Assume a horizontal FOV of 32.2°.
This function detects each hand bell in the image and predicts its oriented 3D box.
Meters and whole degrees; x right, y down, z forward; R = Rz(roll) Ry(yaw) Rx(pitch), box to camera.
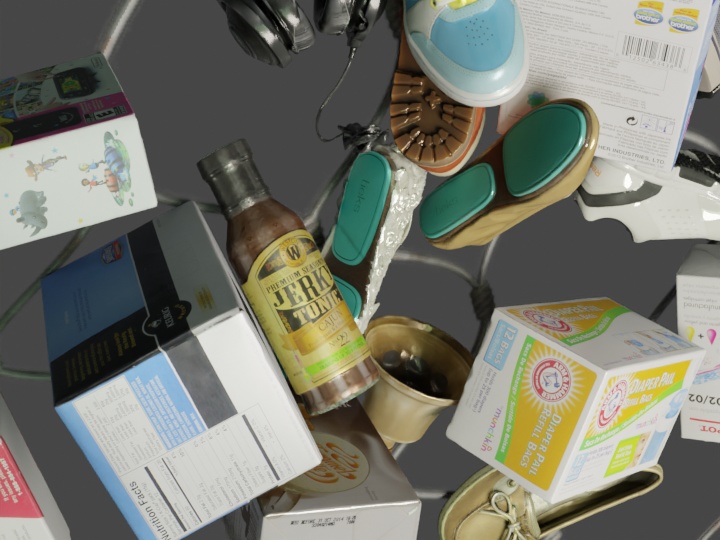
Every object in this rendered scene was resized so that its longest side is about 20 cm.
[{"bbox_3d":[0.014,0.147,1.018,0.103,0.105,0.201,11,121,-22],"label":"hand bell"}]

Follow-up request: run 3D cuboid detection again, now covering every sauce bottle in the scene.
[{"bbox_3d":[-0.056,0.004,0.897,0.064,0.065,0.201,-29,92,-5],"label":"sauce bottle"}]

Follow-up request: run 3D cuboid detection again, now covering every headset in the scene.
[{"bbox_3d":[-0.031,-0.179,0.847,0.122,0.094,0.202,-19,105,-10],"label":"headset"}]

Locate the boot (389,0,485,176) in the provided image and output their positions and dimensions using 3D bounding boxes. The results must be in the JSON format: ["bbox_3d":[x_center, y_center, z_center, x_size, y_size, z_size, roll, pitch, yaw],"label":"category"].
[{"bbox_3d":[0.067,-0.167,0.903,0.074,0.107,0.202,11,85,14],"label":"boot"}]

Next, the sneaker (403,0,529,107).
[{"bbox_3d":[0.049,-0.210,0.789,0.079,0.202,0.131,-20,156,3],"label":"sneaker"}]

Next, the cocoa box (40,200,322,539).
[{"bbox_3d":[-0.129,0.065,0.853,0.130,0.200,0.134,-28,118,-4],"label":"cocoa box"}]

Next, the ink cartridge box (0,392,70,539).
[{"bbox_3d":[-0.327,0.198,0.907,0.198,0.083,0.146,-23,117,-9],"label":"ink cartridge box"}]

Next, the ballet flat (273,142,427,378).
[{"bbox_3d":[0.000,0.000,0.952,0.071,0.072,0.202,18,107,-24],"label":"ballet flat"}]

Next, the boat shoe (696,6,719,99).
[{"bbox_3d":[0.241,-0.230,0.924,0.093,0.074,0.201,-49,134,-18],"label":"boat shoe"}]

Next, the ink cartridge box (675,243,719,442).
[{"bbox_3d":[0.334,0.084,1.065,0.114,0.068,0.202,5,118,27],"label":"ink cartridge box"}]

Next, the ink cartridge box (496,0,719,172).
[{"bbox_3d":[0.175,-0.178,0.860,0.135,0.077,0.201,15,138,13],"label":"ink cartridge box"}]

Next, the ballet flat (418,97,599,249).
[{"bbox_3d":[0.119,-0.069,0.913,0.062,0.199,0.069,9,68,-31],"label":"ballet flat"}]

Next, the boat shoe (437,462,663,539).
[{"bbox_3d":[0.164,0.199,1.087,0.199,0.063,0.074,-18,116,-11],"label":"boat shoe"}]

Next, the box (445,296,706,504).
[{"bbox_3d":[0.172,0.094,0.974,0.199,0.101,0.114,-3,118,-54],"label":"box"}]

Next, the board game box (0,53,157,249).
[{"bbox_3d":[-0.241,-0.067,0.791,0.198,0.148,0.065,-18,118,-12],"label":"board game box"}]

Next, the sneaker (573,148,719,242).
[{"bbox_3d":[0.260,-0.056,1.021,0.198,0.074,0.080,19,119,-20],"label":"sneaker"}]

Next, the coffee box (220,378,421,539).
[{"bbox_3d":[-0.044,0.152,0.919,0.113,0.200,0.081,0,113,-18],"label":"coffee box"}]
